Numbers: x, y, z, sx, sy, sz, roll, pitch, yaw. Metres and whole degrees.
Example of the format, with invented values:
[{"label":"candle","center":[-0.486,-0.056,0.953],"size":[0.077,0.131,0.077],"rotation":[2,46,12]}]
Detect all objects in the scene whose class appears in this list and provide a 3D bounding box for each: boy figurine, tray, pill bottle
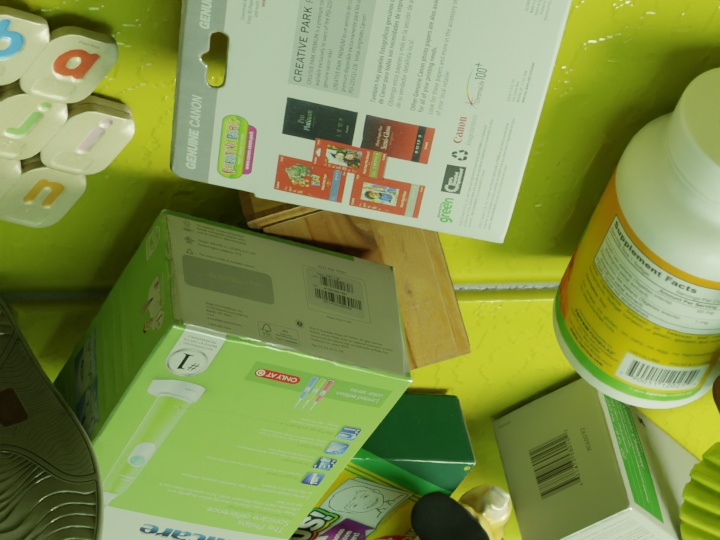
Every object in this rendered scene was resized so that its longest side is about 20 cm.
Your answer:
[{"label":"boy figurine","center":[0.057,0.193,1.543],"size":[0.125,0.064,0.200],"rotation":[-51,164,-2]},{"label":"tray","center":[0.000,0.000,1.372],"size":[0.098,0.037,0.200],"rotation":[-16,146,2]},{"label":"pill bottle","center":[0.187,-0.020,1.345],"size":[0.110,0.112,0.200],"rotation":[-3,145,-18]}]

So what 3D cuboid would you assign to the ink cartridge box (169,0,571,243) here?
[{"label":"ink cartridge box","center":[0.004,-0.117,1.136],"size":[0.174,0.084,0.201],"rotation":[10,144,-2]}]

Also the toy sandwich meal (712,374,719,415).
[{"label":"toy sandwich meal","center":[0.294,0.053,1.328],"size":[0.204,0.071,0.206],"rotation":[-6,147,-4]}]

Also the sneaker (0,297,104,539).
[{"label":"sneaker","center":[-0.195,0.110,1.312],"size":[0.074,0.201,0.106],"rotation":[-13,149,-21]}]

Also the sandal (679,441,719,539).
[{"label":"sandal","center":[0.280,0.111,1.559],"size":[0.201,0.079,0.087],"rotation":[-59,153,5]}]

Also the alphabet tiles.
[{"label":"alphabet tiles","center":[-0.219,-0.071,1.200],"size":[0.199,0.015,0.196],"rotation":[13,138,-35]}]

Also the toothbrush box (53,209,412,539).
[{"label":"toothbrush box","center":[-0.082,0.073,1.330],"size":[0.145,0.086,0.200],"rotation":[13,134,-24]}]

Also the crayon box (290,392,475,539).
[{"label":"crayon box","center":[-0.045,0.154,1.560],"size":[0.171,0.059,0.200],"rotation":[3,143,-25]}]

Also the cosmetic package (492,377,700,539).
[{"label":"cosmetic package","center":[0.177,0.163,1.617],"size":[0.085,0.108,0.200],"rotation":[-28,146,21]}]
